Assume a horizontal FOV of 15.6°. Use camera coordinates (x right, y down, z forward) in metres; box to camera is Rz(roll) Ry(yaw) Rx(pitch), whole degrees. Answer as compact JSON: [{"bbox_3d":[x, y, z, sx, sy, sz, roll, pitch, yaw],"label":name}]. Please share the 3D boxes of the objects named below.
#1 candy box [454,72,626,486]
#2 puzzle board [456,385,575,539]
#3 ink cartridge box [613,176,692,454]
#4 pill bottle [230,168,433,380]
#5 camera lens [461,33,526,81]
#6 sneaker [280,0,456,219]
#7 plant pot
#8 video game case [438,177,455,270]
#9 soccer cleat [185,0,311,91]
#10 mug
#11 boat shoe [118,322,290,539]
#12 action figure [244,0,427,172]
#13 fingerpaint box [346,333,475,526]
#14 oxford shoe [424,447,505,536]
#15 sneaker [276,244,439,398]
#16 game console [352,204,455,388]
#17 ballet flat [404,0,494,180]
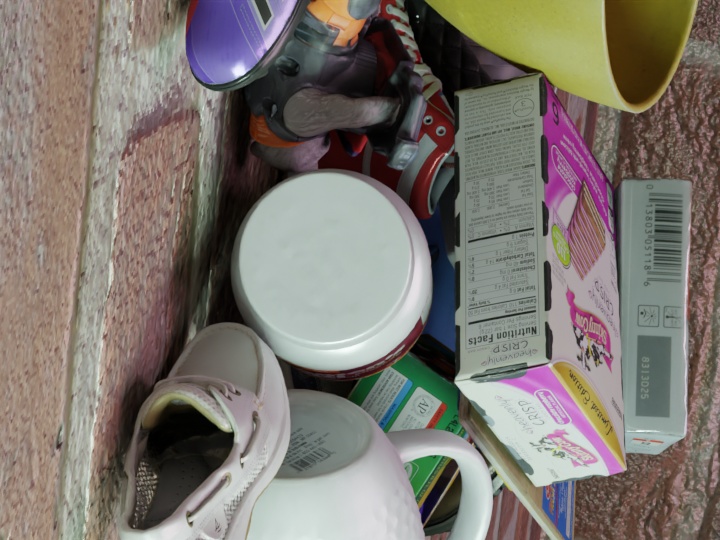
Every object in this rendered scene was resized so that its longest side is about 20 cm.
[{"bbox_3d":[0.105,0.005,1.532,0.136,0.061,0.201,51,34,-51],"label":"candy box"},{"bbox_3d":[0.096,0.051,1.592,0.151,0.017,0.200,53,32,-43],"label":"puzzle board"},{"bbox_3d":[0.174,0.039,1.684,0.200,0.050,0.163,91,1,-80],"label":"ink cartridge box"},{"bbox_3d":[-0.015,0.003,1.447,0.200,0.109,0.110,63,37,-85],"label":"pill bottle"},{"bbox_3d":[0.086,-0.227,1.720,0.160,0.159,0.201,-53,151,-69],"label":"camera lens"},{"bbox_3d":[0.023,-0.128,1.584,0.071,0.112,0.201,-7,106,-75],"label":"sneaker"},{"bbox_3d":[0.112,-0.203,1.563,0.200,0.142,0.201,10,90,-67],"label":"plant pot"},{"bbox_3d":[0.092,-0.008,1.722,0.183,0.022,0.200,58,15,-35],"label":"video game case"},{"bbox_3d":[-0.055,-0.186,1.281,0.073,0.068,0.201,38,63,-52],"label":"soccer cleat"},{"bbox_3d":[-0.013,0.154,1.439,0.200,0.148,0.176,-18,125,-27],"label":"mug"},{"bbox_3d":[-0.080,0.083,1.315,0.200,0.071,0.069,-81,161,-52],"label":"boat shoe"},{"bbox_3d":[-0.028,-0.147,1.449,0.200,0.104,0.194,-124,-139,-59],"label":"action figure"},{"bbox_3d":[0.004,0.142,1.630,0.200,0.073,0.167,-57,172,5],"label":"fingerpaint box"},{"bbox_3d":[0.035,0.131,1.744,0.084,0.200,0.073,49,29,-17],"label":"oxford shoe"},{"bbox_3d":[0.000,0.000,1.619,0.077,0.085,0.201,40,56,-58],"label":"sneaker"},{"bbox_3d":[0.033,-0.020,1.762,0.116,0.175,0.201,-40,-149,59],"label":"game console"},{"bbox_3d":[0.046,-0.144,1.647,0.066,0.057,0.200,-29,-94,59],"label":"ballet flat"}]
